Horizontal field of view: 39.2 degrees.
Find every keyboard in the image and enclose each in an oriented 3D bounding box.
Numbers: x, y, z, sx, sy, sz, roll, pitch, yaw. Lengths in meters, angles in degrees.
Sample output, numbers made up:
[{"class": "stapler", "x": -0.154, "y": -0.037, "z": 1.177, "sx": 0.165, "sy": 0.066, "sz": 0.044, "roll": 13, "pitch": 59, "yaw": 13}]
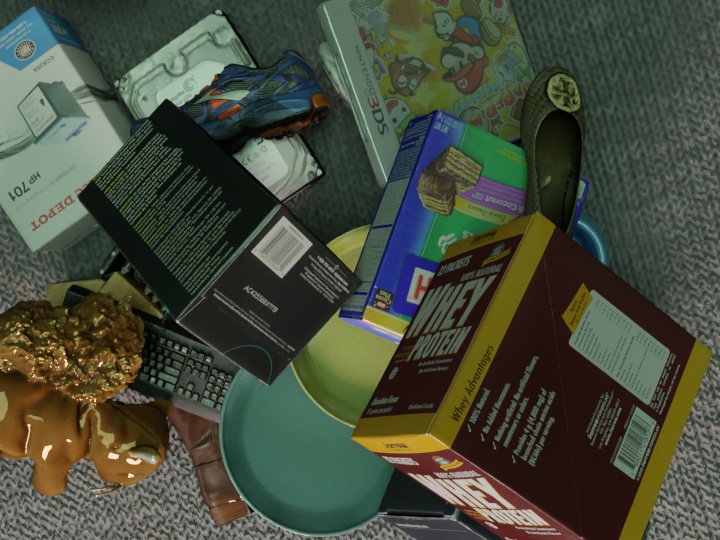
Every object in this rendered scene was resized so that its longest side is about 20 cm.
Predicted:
[{"class": "keyboard", "x": -0.202, "y": 0.063, "z": 1.008, "sx": 0.198, "sy": 0.021, "sz": 0.128, "roll": 21, "pitch": 96, "yaw": -2}]

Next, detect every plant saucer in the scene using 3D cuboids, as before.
[{"class": "plant saucer", "x": -0.042, "y": 0.160, "z": 1.002, "sx": 0.197, "sy": 0.036, "sz": 0.202, "roll": 3, "pitch": 72, "yaw": -10}, {"class": "plant saucer", "x": 0.025, "y": 0.054, "z": 0.979, "sx": 0.197, "sy": 0.031, "sz": 0.203, "roll": -1, "pitch": 96, "yaw": -8}]

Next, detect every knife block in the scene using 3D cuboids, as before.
[{"class": "knife block", "x": -0.230, "y": 0.053, "z": 1.050, "sx": 0.173, "sy": 0.064, "sz": 0.203, "roll": -4, "pitch": 93, "yaw": 5}]

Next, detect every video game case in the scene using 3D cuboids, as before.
[{"class": "video game case", "x": 0.076, "y": -0.196, "z": 0.986, "sx": 0.198, "sy": 0.023, "sz": 0.184, "roll": -21, "pitch": 93, "yaw": -22}]

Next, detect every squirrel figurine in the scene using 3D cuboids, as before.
[{"class": "squirrel figurine", "x": -0.265, "y": 0.122, "z": 0.951, "sx": 0.185, "sy": 0.142, "sz": 0.202, "roll": 17, "pitch": 111, "yaw": -6}]

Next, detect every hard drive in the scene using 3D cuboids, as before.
[{"class": "hard drive", "x": -0.145, "y": -0.147, "z": 1.046, "sx": 0.139, "sy": 0.038, "sz": 0.201, "roll": -32, "pitch": 89, "yaw": 6}]

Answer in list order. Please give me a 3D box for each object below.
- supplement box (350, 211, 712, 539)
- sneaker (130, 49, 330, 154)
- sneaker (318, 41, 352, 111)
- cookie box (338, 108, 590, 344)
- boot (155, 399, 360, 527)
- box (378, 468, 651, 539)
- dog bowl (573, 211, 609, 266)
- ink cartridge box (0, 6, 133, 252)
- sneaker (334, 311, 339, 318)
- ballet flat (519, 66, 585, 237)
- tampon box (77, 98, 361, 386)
[{"class": "supplement box", "x": 0.138, "y": 0.100, "z": 0.813, "sx": 0.199, "sy": 0.133, "sz": 0.198, "roll": 36, "pitch": 68, "yaw": -16}, {"class": "sneaker", "x": -0.131, "y": -0.160, "z": 0.998, "sx": 0.198, "sy": 0.075, "sz": 0.079, "roll": -14, "pitch": 78, "yaw": 0}, {"class": "sneaker", "x": 0.042, "y": -0.161, "z": 1.011, "sx": 0.099, "sy": 0.078, "sz": 0.201, "roll": -31, "pitch": 91, "yaw": 2}, {"class": "cookie box", "x": 0.096, "y": -0.018, "z": 0.928, "sx": 0.170, "sy": 0.075, "sz": 0.202, "roll": 22, "pitch": 82, "yaw": -16}, {"class": "boot", "x": -0.117, "y": 0.141, "z": 1.052, "sx": 0.185, "sy": 0.064, "sz": 0.202, "roll": -25, "pitch": 86, "yaw": 4}, {"class": "box", "x": 0.142, "y": 0.232, "z": 0.948, "sx": 0.199, "sy": 0.148, "sz": 0.105, "roll": 36, "pitch": 66, "yaw": -17}, {"class": "dog bowl", "x": 0.167, "y": 0.022, "z": 1.022, "sx": 0.111, "sy": 0.050, "sz": 0.200, "roll": 44, "pitch": 96, "yaw": 1}, {"class": "ink cartridge box", "x": -0.319, "y": -0.141, "z": 1.038, "sx": 0.146, "sy": 0.086, "sz": 0.201, "roll": -34, "pitch": 88, "yaw": 6}, {"class": "sneaker", "x": 0.000, "y": 0.000, "z": 1.032, "sx": 0.198, "sy": 0.074, "sz": 0.088, "roll": -16, "pitch": 82, "yaw": -5}, {"class": "ballet flat", "x": 0.171, "y": -0.083, "z": 0.891, "sx": 0.067, "sy": 0.046, "sz": 0.203, "roll": 11, "pitch": 83, "yaw": -19}, {"class": "tampon box", "x": -0.126, "y": -0.027, "z": 0.899, "sx": 0.126, "sy": 0.150, "sz": 0.200, "roll": -46, "pitch": 52, "yaw": 0}]
